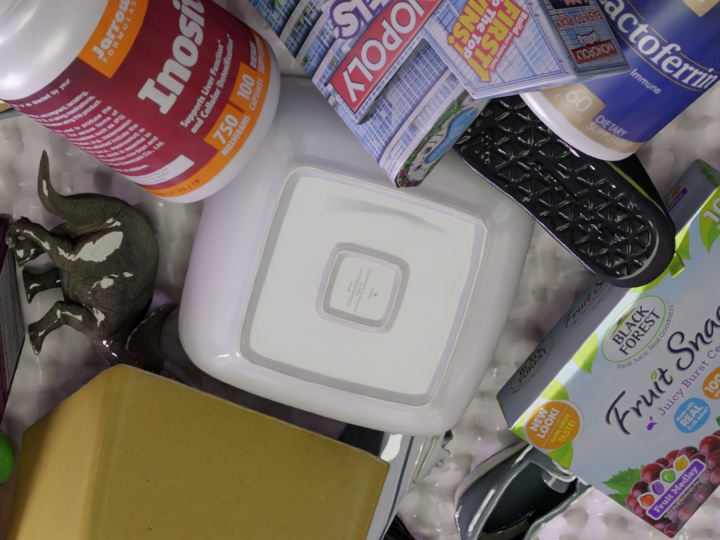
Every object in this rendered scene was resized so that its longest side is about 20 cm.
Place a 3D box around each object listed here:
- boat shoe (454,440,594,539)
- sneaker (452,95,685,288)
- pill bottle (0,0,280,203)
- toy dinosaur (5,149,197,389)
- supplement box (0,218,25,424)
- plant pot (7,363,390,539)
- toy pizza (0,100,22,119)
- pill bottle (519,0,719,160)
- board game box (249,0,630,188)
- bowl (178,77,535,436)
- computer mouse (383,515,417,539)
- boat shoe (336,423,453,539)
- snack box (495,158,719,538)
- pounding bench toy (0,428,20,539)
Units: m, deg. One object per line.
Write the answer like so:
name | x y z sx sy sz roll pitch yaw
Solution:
boat shoe | 0.139 0.129 1.591 0.073 0.062 0.200 37 121 -21
sneaker | 0.115 -0.068 1.428 0.072 0.083 0.200 -40 85 21
pill bottle | -0.148 -0.128 1.353 0.113 0.114 0.199 -35 135 26
toy dinosaur | -0.165 -0.005 1.515 0.101 0.077 0.201 -10 123 -4
supplement box | -0.287 0.062 1.481 0.130 0.201 0.104 3 128 2
plant pot | -0.123 0.203 1.529 0.193 0.202 0.195 21 156 -19
toy pizza | -0.240 -0.166 1.409 0.198 0.032 0.201 2 128 2
pill bottle | 0.177 -0.163 1.332 0.115 0.116 0.200 35 121 -22
board game box | 0.042 -0.145 1.316 0.200 0.061 0.200 52 124 18
bowl | 0.000 0.000 1.454 0.198 0.075 0.201 17 104 -7
computer mouse | -0.025 0.242 1.699 0.199 0.046 0.140 -33 120 25
boat shoe | 0.030 0.111 1.577 0.066 0.074 0.201 0 130 -24
snack box | 0.201 0.050 1.502 0.142 0.053 0.200 34 105 -20
pounding bench toy | -0.293 0.172 1.614 0.155 0.125 0.200 -25 122 21
